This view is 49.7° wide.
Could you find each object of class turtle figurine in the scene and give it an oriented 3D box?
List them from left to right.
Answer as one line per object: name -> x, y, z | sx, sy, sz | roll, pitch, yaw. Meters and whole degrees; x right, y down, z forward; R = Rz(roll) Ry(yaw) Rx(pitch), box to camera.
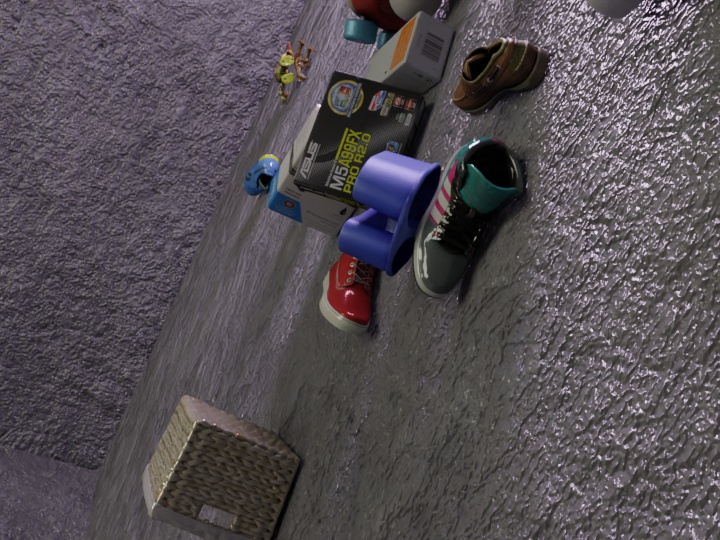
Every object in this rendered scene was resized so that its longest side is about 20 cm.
turtle figurine -> -0.240, -0.626, 2.429 | 0.161, 0.064, 0.202 | -155, 74, -77

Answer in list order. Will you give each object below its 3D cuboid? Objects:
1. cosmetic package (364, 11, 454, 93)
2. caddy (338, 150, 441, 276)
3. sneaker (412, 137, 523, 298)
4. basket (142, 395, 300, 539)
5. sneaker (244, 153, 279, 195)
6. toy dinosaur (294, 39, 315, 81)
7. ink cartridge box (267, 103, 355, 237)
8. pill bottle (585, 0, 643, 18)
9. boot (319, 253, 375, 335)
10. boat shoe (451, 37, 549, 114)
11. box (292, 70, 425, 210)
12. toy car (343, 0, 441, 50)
cosmetic package -> 0.074, -0.350, 1.342 | 0.200, 0.071, 0.102 | -20, 51, 66
caddy -> 0.052, -0.074, 1.005 | 0.200, 0.104, 0.142 | -43, -28, -67
sneaker -> 0.127, -0.069, 0.891 | 0.121, 0.083, 0.201 | 145, 144, -73
basket -> -0.224, 0.320, 1.240 | 0.162, 0.197, 0.200 | -66, 18, -7
sneaker -> -0.292, -0.255, 2.233 | 0.200, 0.066, 0.079 | -39, 38, 54
toy dinosaur -> -0.185, -0.649, 2.379 | 0.107, 0.060, 0.201 | -57, 22, 33
ink cartridge box -> -0.061, -0.177, 1.403 | 0.200, 0.145, 0.085 | -53, 23, 38
pill bottle -> 0.282, -0.322, 0.692 | 0.200, 0.111, 0.112 | -40, 33, 52
boot -> 0.000, 0.000, 1.172 | 0.145, 0.072, 0.200 | -60, 17, 19
boat shoe -> 0.163, -0.260, 1.009 | 0.200, 0.068, 0.072 | -11, 60, 69
box -> -0.001, -0.207, 1.259 | 0.044, 0.159, 0.201 | 49, -120, -76
toy car -> 0.092, -0.486, 1.382 | 0.199, 0.176, 0.186 | 21, 103, 42
